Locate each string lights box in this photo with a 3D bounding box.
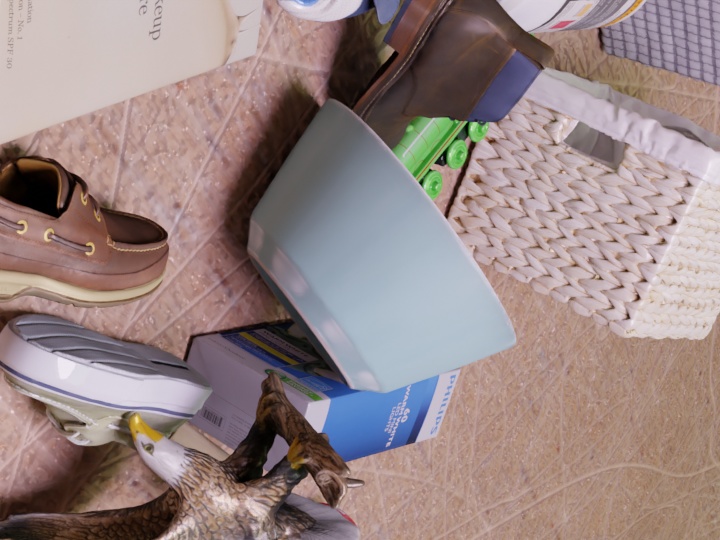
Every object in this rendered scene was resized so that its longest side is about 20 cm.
[{"bbox_3d":[-0.027,0.083,1.243,0.199,0.102,0.060,-8,121,-58],"label":"string lights box"}]

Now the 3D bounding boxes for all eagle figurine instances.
[{"bbox_3d":[-0.106,0.150,1.060,0.200,0.151,0.152,-41,170,-3],"label":"eagle figurine"}]

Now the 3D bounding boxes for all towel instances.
[{"bbox_3d":[0.273,-0.238,1.426,0.086,0.164,0.201,-58,152,-22],"label":"towel"}]

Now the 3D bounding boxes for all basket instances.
[{"bbox_3d":[0.202,-0.054,1.420,0.199,0.197,0.162,5,110,-60],"label":"basket"}]

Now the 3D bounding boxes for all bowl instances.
[{"bbox_3d":[0.000,0.000,1.161,0.105,0.201,0.201,-37,147,-6],"label":"bowl"}]

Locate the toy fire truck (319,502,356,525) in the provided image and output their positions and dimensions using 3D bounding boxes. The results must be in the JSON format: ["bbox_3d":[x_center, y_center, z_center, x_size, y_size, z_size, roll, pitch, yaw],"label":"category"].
[{"bbox_3d":[-0.082,0.277,1.363,0.141,0.048,0.202,1,112,-59],"label":"toy fire truck"}]

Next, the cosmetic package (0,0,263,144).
[{"bbox_3d":[-0.136,-0.145,0.912,0.199,0.073,0.105,-28,135,-46],"label":"cosmetic package"}]

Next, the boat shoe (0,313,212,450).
[{"bbox_3d":[-0.153,0.076,1.063,0.062,0.072,0.200,-59,153,3],"label":"boat shoe"}]

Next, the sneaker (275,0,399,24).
[{"bbox_3d":[0.002,-0.241,1.054,0.146,0.080,0.202,-30,142,-52],"label":"sneaker"}]

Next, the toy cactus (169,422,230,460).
[{"bbox_3d":[-0.085,0.173,1.202,0.102,0.200,0.165,-43,107,-5],"label":"toy cactus"}]

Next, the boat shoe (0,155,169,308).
[{"bbox_3d":[-0.167,-0.024,0.957,0.199,0.072,0.068,2,113,-57],"label":"boat shoe"}]

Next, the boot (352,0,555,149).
[{"bbox_3d":[0.054,-0.112,1.170,0.075,0.096,0.200,-54,176,-29],"label":"boot"}]

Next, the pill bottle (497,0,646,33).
[{"bbox_3d":[0.121,-0.222,1.233,0.199,0.116,0.118,-15,125,-55],"label":"pill bottle"}]

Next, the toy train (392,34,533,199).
[{"bbox_3d":[0.065,-0.113,1.309,0.200,0.041,0.057,-51,139,-23],"label":"toy train"}]
